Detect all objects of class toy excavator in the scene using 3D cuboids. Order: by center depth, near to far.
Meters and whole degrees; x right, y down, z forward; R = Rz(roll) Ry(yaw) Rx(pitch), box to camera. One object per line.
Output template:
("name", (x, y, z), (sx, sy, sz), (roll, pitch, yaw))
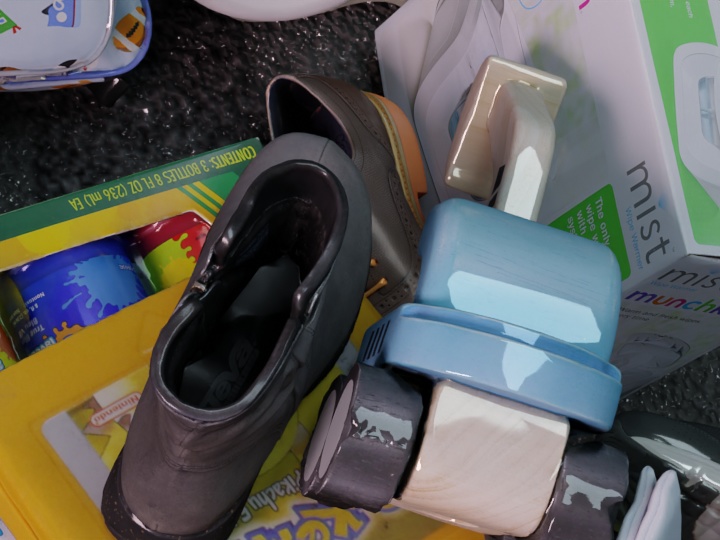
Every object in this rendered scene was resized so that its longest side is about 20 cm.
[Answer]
("toy excavator", (0.053, 0.004, 0.762), (0.100, 0.194, 0.200), (19, 82, -5))

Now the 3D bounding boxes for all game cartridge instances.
("game cartridge", (-0.030, 0.091, 0.764), (0.176, 0.032, 0.200), (-28, 67, -32))

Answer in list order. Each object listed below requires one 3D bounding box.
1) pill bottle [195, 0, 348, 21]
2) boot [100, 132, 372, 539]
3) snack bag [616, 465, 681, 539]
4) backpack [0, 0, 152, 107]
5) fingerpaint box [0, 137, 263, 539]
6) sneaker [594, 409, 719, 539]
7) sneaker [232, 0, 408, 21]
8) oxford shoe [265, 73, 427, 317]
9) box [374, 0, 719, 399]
("pill bottle", (-0.049, -0.217, 0.905), (0.115, 0.116, 0.200), (4, 48, -22))
("boot", (-0.027, 0.000, 0.728), (0.070, 0.132, 0.200), (20, 53, -3))
("snack bag", (0.074, 0.196, 0.715), (0.021, 0.189, 0.200), (16, 57, 20))
("backpack", (-0.187, -0.153, 0.839), (0.190, 0.154, 0.200), (-6, 102, -8))
("fingerpaint box", (-0.099, 0.054, 0.835), (0.200, 0.073, 0.167), (-19, 74, -29))
("sneaker", (0.192, 0.105, 0.948), (0.200, 0.074, 0.085), (27, 52, -20))
("sneaker", (0.017, -0.176, 0.998), (0.200, 0.075, 0.085), (-4, 70, -26))
("oxford shoe", (0.000, 0.000, 0.890), (0.073, 0.071, 0.200), (23, 38, -49))
("box", (0.105, -0.056, 0.911), (0.097, 0.176, 0.200), (7, 63, -33))
